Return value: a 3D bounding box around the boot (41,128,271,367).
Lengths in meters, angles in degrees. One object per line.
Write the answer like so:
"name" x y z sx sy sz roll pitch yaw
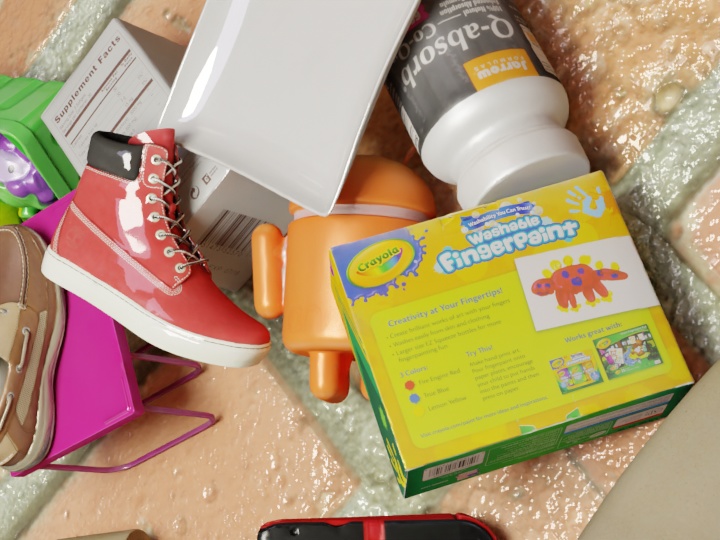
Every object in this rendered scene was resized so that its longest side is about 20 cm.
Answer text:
"boot" -0.138 -0.024 1.118 0.200 0.072 0.144 28 103 18

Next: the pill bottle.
"pill bottle" 0.082 -0.134 1.086 0.116 0.116 0.200 -38 61 23

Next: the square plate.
"square plate" -0.048 -0.161 1.098 0.198 0.028 0.200 27 98 37

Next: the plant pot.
"plant pot" 0.249 0.132 0.895 0.187 0.187 0.200 22 79 36

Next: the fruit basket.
"fruit basket" -0.348 -0.071 1.345 0.215 0.156 0.216 -15 42 14

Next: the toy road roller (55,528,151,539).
"toy road roller" -0.224 0.307 1.184 0.123 0.146 0.200 -11 72 18

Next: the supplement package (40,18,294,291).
"supplement package" -0.155 -0.096 1.245 0.117 0.117 0.200 -49 57 18

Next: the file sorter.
"file sorter" -0.223 0.059 1.257 0.139 0.125 0.200 -28 67 27

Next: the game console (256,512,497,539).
"game console" 0.018 0.273 1.043 0.177 0.031 0.200 -2 76 -4

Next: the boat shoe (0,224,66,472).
"boat shoe" -0.284 0.058 1.177 0.076 0.072 0.200 -12 75 31

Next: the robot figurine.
"robot figurine" 0.002 0.000 1.119 0.144 0.117 0.200 -7 77 46

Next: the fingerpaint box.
"fingerpaint box" 0.097 0.042 1.008 0.200 0.073 0.167 -17 67 -8
